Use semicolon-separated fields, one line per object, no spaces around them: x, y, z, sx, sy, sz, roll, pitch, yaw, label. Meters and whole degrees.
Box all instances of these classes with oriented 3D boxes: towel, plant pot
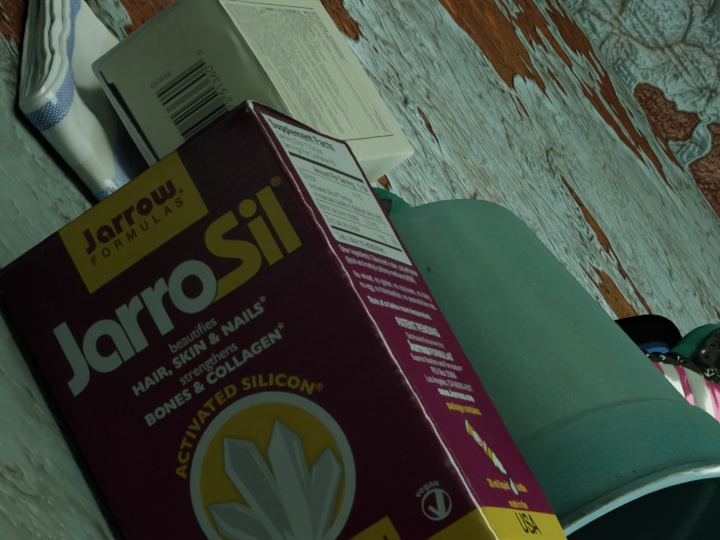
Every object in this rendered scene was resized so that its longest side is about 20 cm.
-0.094;-0.044;1.197;0.200;0.024;0.147;50;16;-25;towel
0.060;0.085;1.113;0.196;0.200;0.200;56;11;33;plant pot

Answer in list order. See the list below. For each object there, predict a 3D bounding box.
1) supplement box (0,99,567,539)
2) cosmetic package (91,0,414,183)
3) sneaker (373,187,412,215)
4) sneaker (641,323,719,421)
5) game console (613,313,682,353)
-0.029;0.056;0.961;0.200;0.131;0.103;60;14;17;supplement box
-0.048;-0.078;1.227;0.105;0.071;0.200;58;14;5;cosmetic package
0.000;0.000;1.316;0.080;0.071;0.200;54;14;-28;sneaker
0.171;0.067;1.451;0.200;0.084;0.121;35;37;-9;sneaker
0.133;0.081;1.497;0.176;0.116;0.200;44;18;-43;game console
